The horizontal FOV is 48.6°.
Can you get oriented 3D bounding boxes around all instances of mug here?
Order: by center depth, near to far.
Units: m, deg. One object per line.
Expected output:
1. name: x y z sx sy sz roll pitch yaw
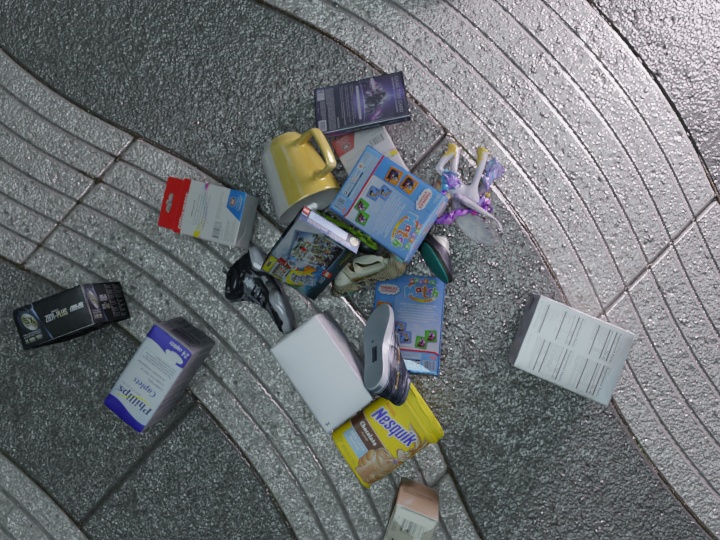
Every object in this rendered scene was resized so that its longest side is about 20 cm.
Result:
1. mug: -0.121 -0.211 1.667 0.184 0.149 0.156 -29 79 19

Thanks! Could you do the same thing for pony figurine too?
1. pony figurine: 0.218 -0.150 1.640 0.190 0.167 0.203 25 74 8

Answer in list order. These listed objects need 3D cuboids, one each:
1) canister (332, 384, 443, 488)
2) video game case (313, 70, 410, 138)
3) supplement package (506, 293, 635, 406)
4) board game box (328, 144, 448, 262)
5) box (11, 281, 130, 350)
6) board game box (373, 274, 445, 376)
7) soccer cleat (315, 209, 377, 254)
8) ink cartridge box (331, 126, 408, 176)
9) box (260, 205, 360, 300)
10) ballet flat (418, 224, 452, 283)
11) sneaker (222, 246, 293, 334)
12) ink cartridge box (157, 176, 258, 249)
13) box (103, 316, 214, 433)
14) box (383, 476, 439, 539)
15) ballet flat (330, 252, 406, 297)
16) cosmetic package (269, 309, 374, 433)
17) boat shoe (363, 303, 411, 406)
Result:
1. canister: 0.056 0.343 1.683 0.199 0.087 0.150 -37 87 7
2. video game case: 0.001 -0.348 1.672 0.195 0.019 0.145 -10 52 5
3. supplement package: 0.418 0.154 1.609 0.196 0.152 0.154 22 92 5
4. board game box: 0.055 -0.134 1.599 0.198 0.037 0.153 35 94 19
5. box: -0.607 0.092 1.688 0.161 0.200 0.088 -19 89 6
6. board game box: 0.097 0.112 1.667 0.147 0.037 0.205 5 76 6
7. soccer cleat: -0.041 -0.061 1.665 0.198 0.067 0.083 28 98 41
8. ink cartridge box: 0.037 -0.205 1.671 0.115 0.067 0.203 -29 77 6
9. box: -0.105 -0.031 1.626 0.135 0.038 0.200 30 139 -13
10. ballet flat: 0.141 -0.064 1.668 0.073 0.073 0.200 -44 70 5
11. sneaker: -0.223 0.059 1.715 0.112 0.075 0.203 -27 82 6
12. ink cartridge box: -0.328 -0.125 1.713 0.196 0.067 0.119 14 91 19
13. box: -0.420 0.214 1.679 0.104 0.184 0.202 34 93 3
14. box: 0.107 0.496 1.621 0.093 0.200 0.079 19 93 4
15. ballet flat: 0.000 0.000 1.657 0.197 0.075 0.069 -18 53 32
16. cosmetic package: -0.068 0.200 1.635 0.122 0.200 0.201 -36 88 5
17. boat shoe: 0.055 0.170 1.597 0.070 0.203 0.091 -24 133 34
